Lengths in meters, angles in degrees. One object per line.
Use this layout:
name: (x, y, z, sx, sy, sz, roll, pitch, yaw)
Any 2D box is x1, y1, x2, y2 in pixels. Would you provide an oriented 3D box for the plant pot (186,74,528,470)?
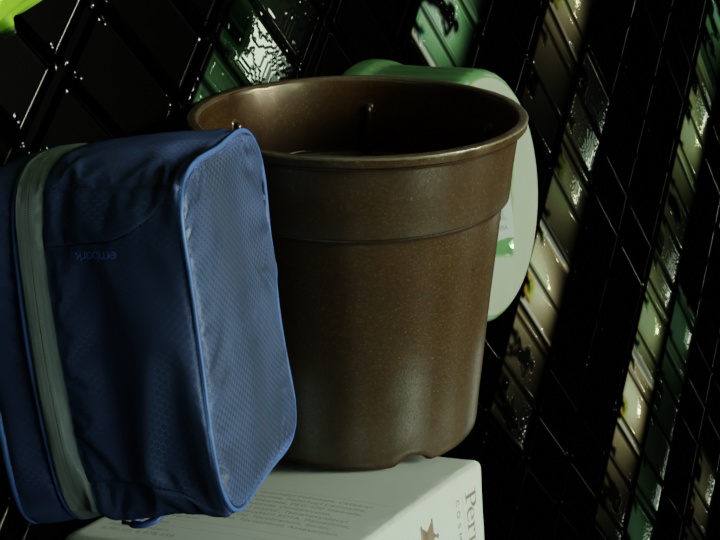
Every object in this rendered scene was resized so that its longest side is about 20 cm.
plant pot: (0.000, 0.000, 0.902, 0.200, 0.199, 0.200, -33, 127, -55)

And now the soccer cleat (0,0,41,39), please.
soccer cleat: (-0.165, -0.169, 0.715, 0.081, 0.067, 0.200, 62, 40, -23)

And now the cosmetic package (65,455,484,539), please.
cosmetic package: (-0.040, 0.207, 0.855, 0.200, 0.165, 0.169, -22, 110, -59)

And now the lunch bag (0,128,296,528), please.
lunch bag: (-0.117, 0.034, 0.746, 0.136, 0.131, 0.201, -46, 131, -71)

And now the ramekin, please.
ramekin: (0.052, -0.053, 1.068, 0.200, 0.097, 0.201, -6, 96, -61)
